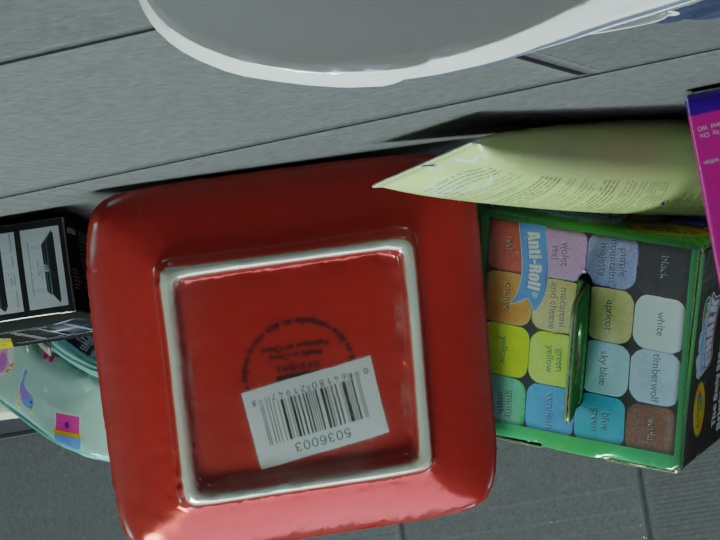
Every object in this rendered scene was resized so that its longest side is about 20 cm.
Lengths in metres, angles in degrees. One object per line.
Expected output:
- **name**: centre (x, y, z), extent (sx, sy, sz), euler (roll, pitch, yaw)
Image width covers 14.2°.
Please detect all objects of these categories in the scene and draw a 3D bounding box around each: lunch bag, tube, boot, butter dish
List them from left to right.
- **lunch bag**: centre (-0.131, 0.054, 1.798), extent (0.200, 0.077, 0.160), euler (-2, -155, -38)
- **butter dish**: centre (-0.042, 0.028, 1.503), extent (0.199, 0.200, 0.148), euler (-8, -161, -9)
- **boot**: centre (0.041, -0.081, 0.739), extent (0.199, 0.073, 0.090), euler (-9, 170, -5)
- **tube**: centre (0.106, -0.053, 1.429), extent (0.200, 0.058, 0.052), euler (-2, -144, -38)

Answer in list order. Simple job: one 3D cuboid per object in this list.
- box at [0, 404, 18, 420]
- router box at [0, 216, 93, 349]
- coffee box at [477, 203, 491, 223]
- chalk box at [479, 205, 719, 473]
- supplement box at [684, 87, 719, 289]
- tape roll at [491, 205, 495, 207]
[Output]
- **box**: centre (-0.228, 0.056, 1.891), extent (0.200, 0.082, 0.068), euler (-8, 176, -34)
- **router box**: centre (-0.213, 0.014, 1.556), extent (0.157, 0.052, 0.200), euler (-9, 176, 4)
- **coffee box**: centre (-0.002, 0.024, 1.670), extent (0.200, 0.123, 0.044), euler (-13, -162, 31)
- **chalk box**: centre (0.134, 0.025, 1.519), extent (0.124, 0.125, 0.200), euler (10, -165, 24)
- **supplement box**: centre (0.233, 0.006, 1.399), extent (0.103, 0.201, 0.101), euler (-11, 175, 22)
- **tape roll**: centre (0.148, -0.021, 1.765), extent (0.200, 0.066, 0.200), euler (-10, 176, -1)
